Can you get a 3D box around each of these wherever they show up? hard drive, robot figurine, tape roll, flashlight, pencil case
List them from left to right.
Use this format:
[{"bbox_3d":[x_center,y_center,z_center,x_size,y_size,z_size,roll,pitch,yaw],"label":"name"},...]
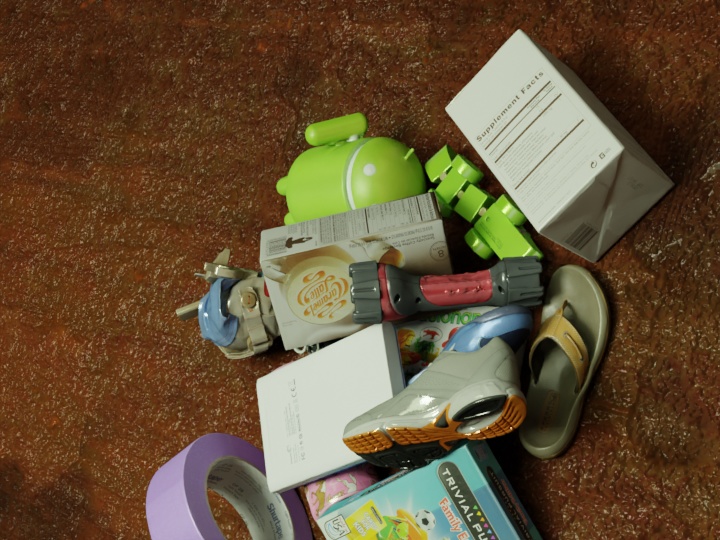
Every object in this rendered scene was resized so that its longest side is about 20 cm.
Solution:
[{"bbox_3d":[-0.144,0.285,1.342,0.066,0.200,0.201,-37,55,23],"label":"tape roll"},{"bbox_3d":[-0.044,0.199,1.367,0.087,0.082,0.201,-53,49,29],"label":"pencil case"},{"bbox_3d":[-0.032,0.150,1.293,0.199,0.025,0.133,-27,62,37],"label":"hard drive"},{"bbox_3d":[-0.007,-0.094,1.410,0.199,0.115,0.177,-3,102,43],"label":"robot figurine"},{"bbox_3d":[0.088,0.016,1.237,0.198,0.068,0.068,-6,109,0],"label":"flashlight"}]

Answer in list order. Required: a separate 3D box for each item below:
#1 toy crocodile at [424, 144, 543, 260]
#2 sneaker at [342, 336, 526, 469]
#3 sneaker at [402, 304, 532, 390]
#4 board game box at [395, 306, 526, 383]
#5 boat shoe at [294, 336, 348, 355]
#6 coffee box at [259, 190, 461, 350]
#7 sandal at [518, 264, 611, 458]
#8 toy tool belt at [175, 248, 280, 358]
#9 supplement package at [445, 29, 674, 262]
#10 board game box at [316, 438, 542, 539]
[{"bbox_3d":[0.134,-0.068,1.330,0.068,0.062,0.200,-52,54,15],"label":"toy crocodile"},{"bbox_3d":[0.072,0.128,1.170,0.199,0.076,0.092,-21,43,26],"label":"sneaker"},{"bbox_3d":[0.114,0.116,1.225,0.200,0.074,0.082,-50,50,27],"label":"sneaker"},{"bbox_3d":[0.087,0.100,1.322,0.199,0.035,0.127,3,77,40],"label":"board game box"},{"bbox_3d":[-0.036,0.075,1.379,0.074,0.068,0.200,-56,33,28],"label":"boat shoe"},{"bbox_3d":[0.000,0.000,1.305,0.199,0.115,0.080,-12,27,3],"label":"coffee box"},{"bbox_3d":[0.200,0.090,1.217,0.080,0.054,0.201,10,81,41],"label":"sandal"},{"bbox_3d":[-0.149,0.037,1.435,0.200,0.122,0.126,135,138,-66],"label":"toy tool belt"},{"bbox_3d":[0.204,-0.129,1.245,0.120,0.121,0.200,-46,51,19],"label":"supplement package"},{"bbox_3d":[0.073,0.275,1.219,0.199,0.047,0.152,-32,88,28],"label":"board game box"}]
